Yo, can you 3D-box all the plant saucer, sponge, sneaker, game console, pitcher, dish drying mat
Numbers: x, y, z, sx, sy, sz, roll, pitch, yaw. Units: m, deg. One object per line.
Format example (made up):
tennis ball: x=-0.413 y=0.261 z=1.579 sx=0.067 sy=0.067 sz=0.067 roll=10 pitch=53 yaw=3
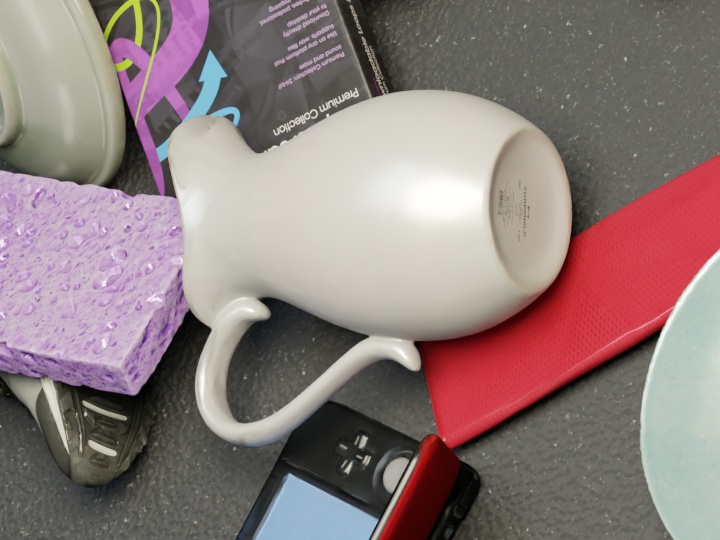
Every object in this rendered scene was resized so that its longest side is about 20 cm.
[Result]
plant saucer: x=-0.208 y=-0.126 z=1.676 sx=0.050 sy=0.201 sz=0.200 roll=-30 pitch=40 yaw=-25
plant saucer: x=0.220 y=0.058 z=1.343 sx=0.200 sy=0.039 sz=0.202 roll=-18 pitch=58 yaw=31
sponge: x=-0.177 y=0.002 z=1.599 sx=0.199 sy=0.030 sz=0.112 roll=9 pitch=56 yaw=32
sneaker: x=-0.170 y=0.050 z=1.642 sx=0.079 sy=0.074 sz=0.201 roll=-48 pitch=40 yaw=21
game console: x=-0.037 y=0.157 z=1.441 sx=0.172 sy=0.119 sz=0.201 roll=23 pitch=83 yaw=43
pitcher: x=0.000 y=0.000 z=1.481 sx=0.199 sy=0.121 sz=0.173 roll=-3 pitch=84 yaw=35
dish drying mat: x=0.115 y=0.013 z=1.464 sx=0.199 sy=0.018 sz=0.077 roll=-32 pitch=48 yaw=23

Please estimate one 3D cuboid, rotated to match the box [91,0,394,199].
box: x=-0.057 y=-0.101 z=1.597 sx=0.142 sy=0.036 sz=0.201 roll=-26 pitch=79 yaw=26
